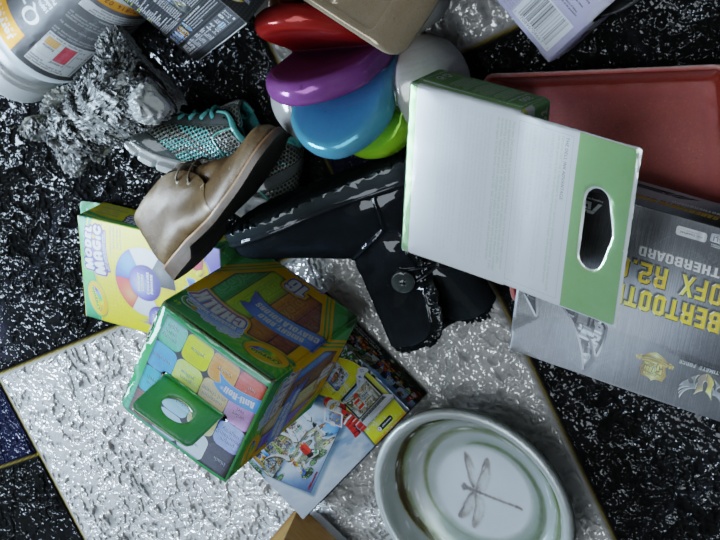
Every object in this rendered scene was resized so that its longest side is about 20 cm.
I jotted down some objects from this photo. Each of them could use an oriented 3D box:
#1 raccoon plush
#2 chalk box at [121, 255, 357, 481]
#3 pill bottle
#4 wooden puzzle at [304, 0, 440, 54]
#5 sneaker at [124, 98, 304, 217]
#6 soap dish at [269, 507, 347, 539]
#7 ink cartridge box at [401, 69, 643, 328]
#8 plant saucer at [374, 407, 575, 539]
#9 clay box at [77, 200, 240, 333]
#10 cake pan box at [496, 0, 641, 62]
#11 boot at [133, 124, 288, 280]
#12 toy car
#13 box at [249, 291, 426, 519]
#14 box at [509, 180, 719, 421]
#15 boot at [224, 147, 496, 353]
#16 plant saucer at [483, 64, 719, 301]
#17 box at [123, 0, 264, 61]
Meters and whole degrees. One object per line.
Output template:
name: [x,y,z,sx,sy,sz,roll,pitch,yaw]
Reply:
raccoon plush: [-0.231,-0.133,1.184,0.134,0.200,0.097,-40,99,5]
chalk box: [-0.117,0.086,1.218,0.124,0.200,0.124,34,121,12]
pill bottle: [-0.267,-0.242,1.269,0.200,0.116,0.116,-32,92,37]
wooden puzzle: [-0.002,-0.285,1.030,0.200,0.046,0.185,34,96,6]
sneaker: [-0.133,-0.123,1.275,0.200,0.078,0.091,27,115,10]
soap dish: [-0.036,0.360,1.417,0.200,0.081,0.157,43,126,7]
ink cartridge box: [0.123,-0.057,1.048,0.200,0.048,0.146,20,121,32]
plant saucer: [0.110,0.209,1.278,0.200,0.050,0.200,14,118,27]
clay box: [-0.208,0.004,1.384,0.200,0.048,0.115,12,117,26]
cake pan box: [0.151,-0.283,1.033,0.200,0.052,0.184,50,129,4]
boot: [-0.136,-0.073,1.208,0.075,0.074,0.200,49,130,3]
toy car: [-0.018,-0.179,1.121,0.175,0.150,0.200,0,111,31]
box: [-0.044,0.134,1.347,0.137,0.038,0.200,46,127,7]
box: [0.223,0.016,1.078,0.200,0.048,0.159,19,119,24]
boot: [0.000,0.000,1.207,0.200,0.076,0.168,-20,106,16]
plant saucer: [0.206,-0.066,1.105,0.200,0.037,0.200,3,112,32]
box: [-0.158,-0.243,1.084,0.160,0.044,0.200,40,169,-13]
